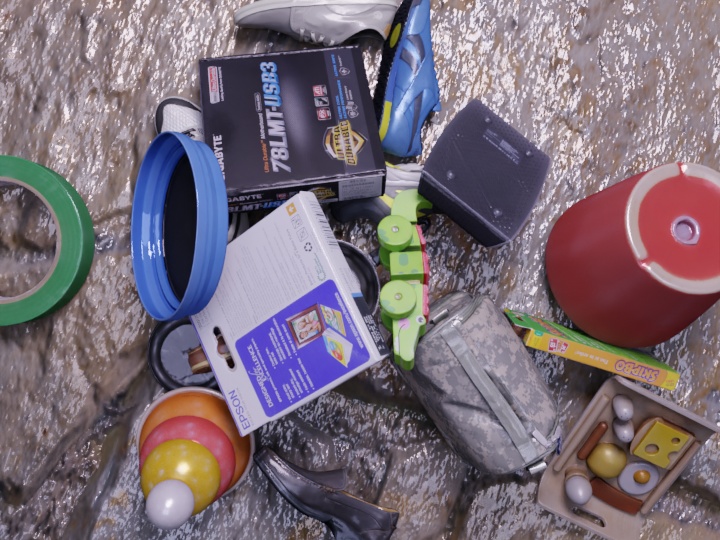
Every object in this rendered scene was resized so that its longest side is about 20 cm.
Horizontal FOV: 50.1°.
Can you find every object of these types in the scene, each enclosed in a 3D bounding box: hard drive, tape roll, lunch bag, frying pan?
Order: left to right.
[{"bbox_3d":[-0.426,-0.035,0.927,0.199,0.048,0.202,0,91,-2],"label":"tape roll"},{"bbox_3d":[-0.195,0.066,0.947,0.114,0.031,0.191,18,92,-4],"label":"frying pan"},{"bbox_3d":[-0.015,-0.009,0.892,0.115,0.031,0.191,33,77,-1],"label":"frying pan"},{"bbox_3d":[0.133,0.129,0.885,0.139,0.168,0.201,-34,92,-1],"label":"lunch bag"},{"bbox_3d":[0.143,-0.112,0.888,0.135,0.200,0.042,38,132,-2],"label":"hard drive"}]

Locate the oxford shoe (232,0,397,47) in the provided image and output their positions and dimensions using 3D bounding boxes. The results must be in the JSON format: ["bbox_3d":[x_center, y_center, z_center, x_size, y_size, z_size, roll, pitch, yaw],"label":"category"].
[{"bbox_3d":[-0.053,-0.298,0.926,0.198,0.075,0.058,-3,100,-3],"label":"oxford shoe"}]

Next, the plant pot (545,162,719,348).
[{"bbox_3d":[0.328,-0.023,0.863,0.199,0.177,0.202,1,76,-4],"label":"plant pot"}]

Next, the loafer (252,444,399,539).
[{"bbox_3d":[-0.042,0.269,0.935,0.200,0.073,0.072,41,80,-11],"label":"loafer"}]

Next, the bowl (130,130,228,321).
[{"bbox_3d":[-0.196,-0.046,0.827,0.039,0.200,0.203,1,91,-35],"label":"bowl"}]

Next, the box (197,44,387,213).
[{"bbox_3d":[-0.082,-0.166,0.887,0.197,0.050,0.201,-6,61,-6],"label":"box"}]

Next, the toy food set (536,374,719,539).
[{"bbox_3d":[0.319,0.233,0.915,0.143,0.060,0.201,25,116,-1],"label":"toy food set"}]

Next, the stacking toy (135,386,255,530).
[{"bbox_3d":[-0.200,0.226,0.855,0.145,0.200,0.147,0,100,0],"label":"stacking toy"}]

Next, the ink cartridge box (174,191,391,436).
[{"bbox_3d":[-0.090,0.050,0.841,0.199,0.043,0.199,-32,77,25],"label":"ink cartridge box"}]

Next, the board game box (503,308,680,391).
[{"bbox_3d":[0.269,0.092,0.923,0.199,0.096,0.030,20,99,-2],"label":"board game box"}]

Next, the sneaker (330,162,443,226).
[{"bbox_3d":[0.055,-0.086,0.938,0.198,0.075,0.085,10,108,-1],"label":"sneaker"}]

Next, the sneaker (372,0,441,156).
[{"bbox_3d":[0.065,-0.238,0.937,0.078,0.066,0.202,12,89,-17],"label":"sneaker"}]

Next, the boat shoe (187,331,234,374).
[{"bbox_3d":[-0.119,0.058,0.922,0.199,0.072,0.068,-28,82,-15],"label":"boat shoe"}]

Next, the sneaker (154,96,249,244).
[{"bbox_3d":[-0.188,-0.120,0.914,0.075,0.088,0.201,-26,90,1],"label":"sneaker"}]

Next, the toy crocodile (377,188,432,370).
[{"bbox_3d":[0.050,0.006,0.823,0.061,0.068,0.201,-2,62,3],"label":"toy crocodile"}]
